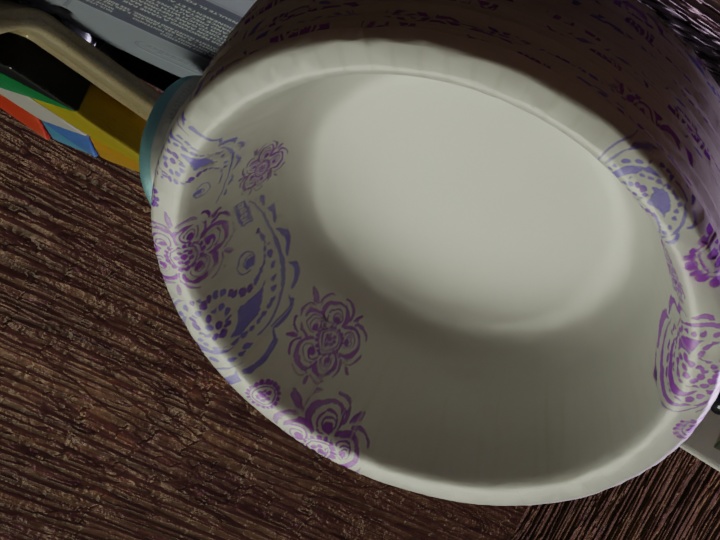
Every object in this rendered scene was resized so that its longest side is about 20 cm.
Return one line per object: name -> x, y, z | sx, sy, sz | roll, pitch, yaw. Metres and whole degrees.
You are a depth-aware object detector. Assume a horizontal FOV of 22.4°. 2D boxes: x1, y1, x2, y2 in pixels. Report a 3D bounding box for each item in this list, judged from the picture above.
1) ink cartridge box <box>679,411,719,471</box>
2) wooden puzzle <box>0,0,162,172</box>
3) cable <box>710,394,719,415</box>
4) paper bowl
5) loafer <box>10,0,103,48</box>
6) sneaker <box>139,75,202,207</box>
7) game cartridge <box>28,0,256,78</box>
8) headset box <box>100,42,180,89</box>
ink cartridge box -> 0.335, 0.106, 1.298 | 0.084, 0.146, 0.200 | 27, -178, -35
wooden puzzle -> -0.147, -0.087, 0.860 | 0.184, 0.037, 0.199 | 21, 175, 44
cable -> 0.205, 0.042, 0.931 | 0.162, 0.051, 0.199 | -9, -174, 37
paper bowl -> 0.037, -0.024, 0.623 | 0.200, 0.201, 0.105 | 29, -134, -1
loafer -> -0.162, -0.162, 0.882 | 0.063, 0.072, 0.201 | 40, 162, 31
sneaker -> 0.000, 0.000, 0.778 | 0.130, 0.080, 0.200 | 9, 153, 32
game cartridge -> -0.050, -0.104, 0.723 | 0.199, 0.041, 0.133 | 23, 163, -18
headset box -> -0.052, -0.120, 1.023 | 0.199, 0.093, 0.174 | 28, -178, -36
